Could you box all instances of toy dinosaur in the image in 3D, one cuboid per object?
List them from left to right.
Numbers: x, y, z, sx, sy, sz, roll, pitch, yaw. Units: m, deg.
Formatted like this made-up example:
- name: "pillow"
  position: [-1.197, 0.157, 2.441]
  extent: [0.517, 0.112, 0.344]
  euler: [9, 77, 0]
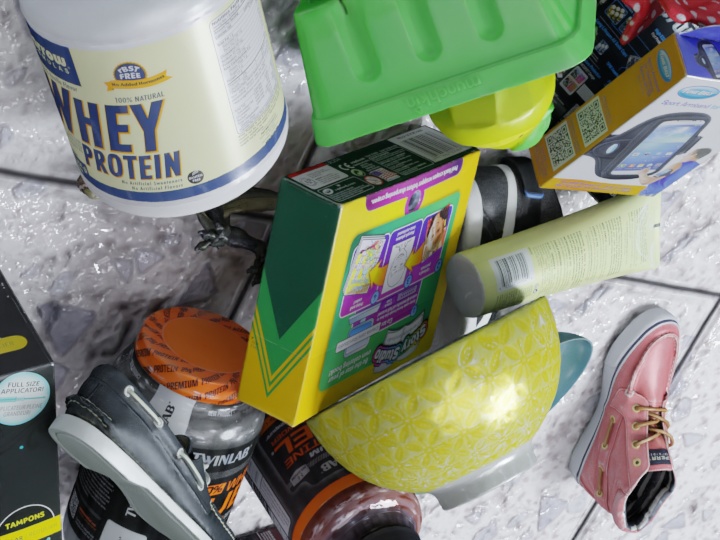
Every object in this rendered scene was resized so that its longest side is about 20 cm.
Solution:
- name: "toy dinosaur"
  position: [-0.100, -0.040, 1.352]
  extent: [0.199, 0.088, 0.048]
  euler: [12, 127, -38]

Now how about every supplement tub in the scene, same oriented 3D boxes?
- name: "supplement tub"
  position: [-0.131, -0.149, 1.202]
  extent: [0.144, 0.145, 0.201]
  euler: [-26, 134, -13]
- name: "supplement tub"
  position: [-0.145, 0.136, 1.440]
  extent: [0.122, 0.123, 0.201]
  euler: [0, 124, -33]
- name: "supplement tub"
  position: [-0.020, 0.174, 1.496]
  extent: [0.106, 0.200, 0.108]
  euler: [-18, 133, -21]

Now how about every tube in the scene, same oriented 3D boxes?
- name: "tube"
  position: [0.159, -0.012, 1.489]
  extent: [0.199, 0.052, 0.058]
  euler: [-18, 159, -29]

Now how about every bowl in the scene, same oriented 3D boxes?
- name: "bowl"
  position: [0.071, 0.111, 1.408]
  extent: [0.199, 0.108, 0.200]
  euler: [-27, 178, -1]

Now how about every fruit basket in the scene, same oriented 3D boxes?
- name: "fruit basket"
  position: [0.072, -0.142, 1.311]
  extent: [0.214, 0.156, 0.217]
  euler: [4, 126, 6]

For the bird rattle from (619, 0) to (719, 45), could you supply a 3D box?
- name: "bird rattle"
  position: [0.209, -0.264, 1.341]
  extent: [0.200, 0.112, 0.164]
  euler: [36, 66, -28]

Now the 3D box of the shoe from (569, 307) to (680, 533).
- name: "shoe"
  position: [0.257, 0.138, 1.724]
  extent: [0.071, 0.091, 0.201]
  euler: [-2, 125, -32]

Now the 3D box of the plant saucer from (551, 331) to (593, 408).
- name: "plant saucer"
  position: [0.110, 0.115, 1.614]
  extent: [0.200, 0.027, 0.200]
  euler: [-34, 159, -15]

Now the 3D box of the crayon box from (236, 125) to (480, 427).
- name: "crayon box"
  position: [0.000, 0.000, 1.397]
  extent: [0.200, 0.058, 0.174]
  euler: [-24, 134, -55]

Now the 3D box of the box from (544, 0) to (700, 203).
- name: "box"
  position: [0.203, -0.149, 1.490]
  extent: [0.159, 0.046, 0.200]
  euler: [-45, 136, 6]

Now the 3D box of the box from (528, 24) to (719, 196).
- name: "box"
  position: [0.229, -0.115, 1.404]
  extent: [0.118, 0.042, 0.200]
  euler: [2, 157, -33]

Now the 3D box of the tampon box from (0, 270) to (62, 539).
- name: "tampon box"
  position: [-0.297, 0.121, 1.326]
  extent: [0.149, 0.126, 0.201]
  euler: [-15, 131, -23]

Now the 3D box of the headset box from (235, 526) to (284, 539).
- name: "headset box"
  position: [-0.105, 0.307, 1.638]
  extent: [0.199, 0.075, 0.149]
  euler: [-14, 130, -23]

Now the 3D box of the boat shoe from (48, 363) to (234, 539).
- name: "boat shoe"
  position: [-0.136, 0.139, 1.330]
  extent: [0.061, 0.075, 0.200]
  euler: [-58, 141, -20]

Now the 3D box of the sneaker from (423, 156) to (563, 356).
- name: "sneaker"
  position: [0.114, 0.003, 1.535]
  extent: [0.111, 0.073, 0.201]
  euler: [-13, 130, -24]
